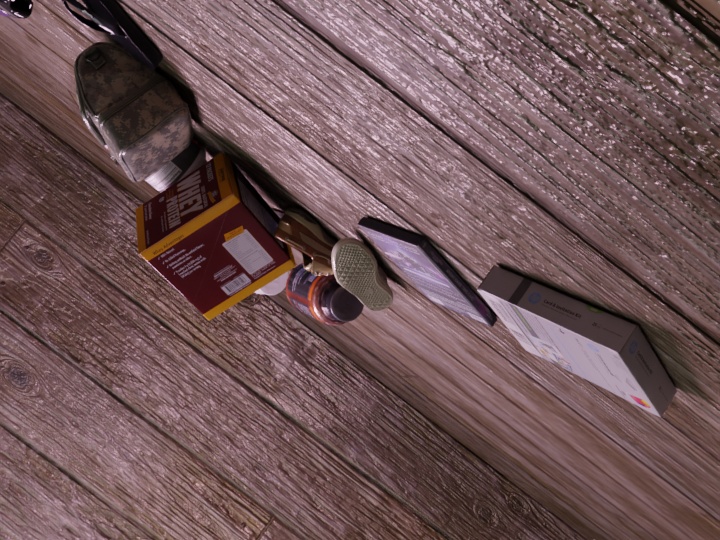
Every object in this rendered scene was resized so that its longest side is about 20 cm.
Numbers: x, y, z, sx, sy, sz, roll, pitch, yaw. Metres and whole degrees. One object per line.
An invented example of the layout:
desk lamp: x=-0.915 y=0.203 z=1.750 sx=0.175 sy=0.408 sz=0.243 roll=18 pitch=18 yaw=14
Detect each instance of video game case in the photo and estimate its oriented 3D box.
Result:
video game case: x=0.096 y=0.002 z=1.197 sx=0.200 sy=0.019 sz=0.142 roll=45 pitch=167 yaw=-36

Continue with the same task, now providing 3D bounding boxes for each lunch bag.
lunch bag: x=-0.362 y=-0.253 z=1.313 sx=0.168 sy=0.139 sz=0.200 roll=53 pitch=170 yaw=2

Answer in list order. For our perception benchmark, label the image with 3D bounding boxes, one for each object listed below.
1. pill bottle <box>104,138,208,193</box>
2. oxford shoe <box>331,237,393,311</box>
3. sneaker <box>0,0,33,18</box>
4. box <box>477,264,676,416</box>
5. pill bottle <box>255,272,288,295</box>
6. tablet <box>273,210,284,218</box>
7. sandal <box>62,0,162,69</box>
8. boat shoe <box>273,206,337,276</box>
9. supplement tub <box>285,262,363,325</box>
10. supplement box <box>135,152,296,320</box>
pill bottle: x=-0.352 y=-0.207 z=1.512 sx=0.200 sy=0.116 sz=0.116 roll=41 pitch=169 yaw=-26
oxford shoe: x=0.000 y=0.000 z=1.404 sx=0.200 sy=0.075 sz=0.058 roll=53 pitch=-163 yaw=-53
sneaker: x=-0.577 y=-0.464 z=1.308 sx=0.087 sy=0.076 sz=0.200 roll=20 pitch=171 yaw=9
box: x=0.245 y=0.079 z=0.959 sx=0.199 sy=0.041 sz=0.156 roll=28 pitch=167 yaw=47
pill bottle: x=-0.270 y=0.001 z=2.211 sx=0.109 sy=0.110 sz=0.200 roll=42 pitch=169 yaw=-30
tablet: x=-0.087 y=-0.047 z=1.630 sx=0.200 sy=0.014 sz=0.130 roll=44 pitch=168 yaw=-32
sandal: x=-0.341 y=-0.332 z=1.106 sx=0.076 sy=0.043 sz=0.200 roll=26 pitch=166 yaw=46
boat shoe: x=-0.074 y=-0.028 z=1.485 sx=0.200 sy=0.074 sz=0.076 roll=41 pitch=170 yaw=-22
supplement tub: x=-0.066 y=0.047 z=1.631 sx=0.107 sy=0.107 sz=0.200 roll=41 pitch=170 yaw=-25
supplement box: x=-0.257 y=-0.058 z=1.486 sx=0.200 sy=0.196 sz=0.133 roll=51 pitch=-168 yaw=-41
